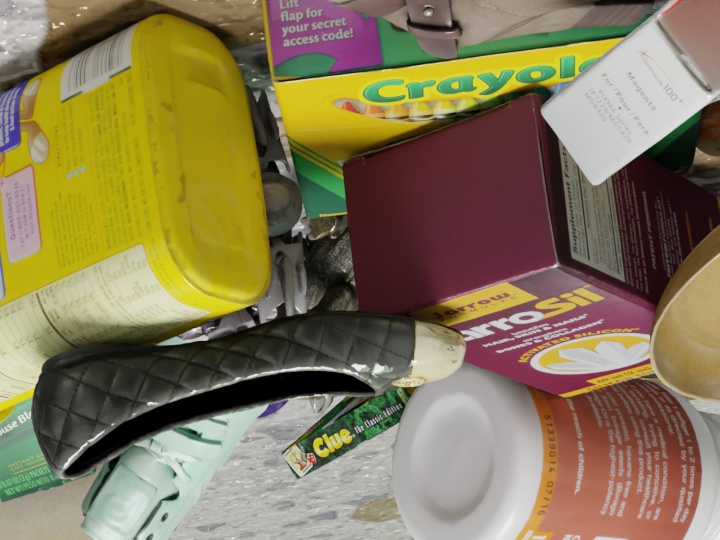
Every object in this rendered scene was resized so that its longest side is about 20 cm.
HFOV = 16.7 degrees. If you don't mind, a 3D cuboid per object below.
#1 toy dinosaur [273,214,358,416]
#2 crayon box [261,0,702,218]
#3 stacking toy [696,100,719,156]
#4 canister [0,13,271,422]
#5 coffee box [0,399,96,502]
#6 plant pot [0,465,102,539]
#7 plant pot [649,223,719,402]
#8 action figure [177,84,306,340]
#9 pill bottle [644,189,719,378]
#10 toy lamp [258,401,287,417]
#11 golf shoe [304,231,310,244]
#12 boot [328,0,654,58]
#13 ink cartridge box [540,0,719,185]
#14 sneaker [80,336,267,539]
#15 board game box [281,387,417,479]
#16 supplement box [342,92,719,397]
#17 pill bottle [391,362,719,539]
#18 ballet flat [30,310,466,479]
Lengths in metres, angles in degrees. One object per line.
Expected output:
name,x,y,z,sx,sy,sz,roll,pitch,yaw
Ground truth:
toy dinosaur,0.002,-0.015,1.300,0.200,0.077,0.102,-54,168,19
crayon box,0.061,-0.090,1.162,0.198,0.059,0.173,-8,162,2
stacking toy,0.239,-0.087,1.180,0.199,0.111,0.116,-18,160,41
canister,-0.144,-0.019,1.154,0.199,0.150,0.086,-22,156,33
coffee box,-0.238,0.054,1.339,0.122,0.044,0.201,-17,132,8
plant pot,-0.258,0.164,1.628,0.183,0.202,0.200,-10,166,-33
plant pot,0.225,-0.001,1.143,0.199,0.028,0.200,-15,150,-8
action figure,-0.078,-0.020,1.224,0.069,0.131,0.200,3,171,-21
pill bottle,0.190,0.008,1.421,0.199,0.113,0.112,3,159,-28
toy lamp,-0.075,0.069,1.524,0.058,0.059,0.200,-4,172,-11
golf shoe,0.000,0.000,1.422,0.097,0.079,0.200,25,145,-24
boot,0.063,-0.148,0.989,0.145,0.071,0.200,5,152,-12
ink cartridge box,0.184,-0.128,0.971,0.200,0.044,0.173,-37,179,-33
sneaker,-0.108,0.101,1.380,0.073,0.119,0.201,30,157,7
board game box,0.040,0.053,1.450,0.105,0.024,0.200,-36,-178,38
supplement box,0.092,-0.006,1.190,0.110,0.086,0.200,-18,158,30
pill bottle,0.124,0.112,1.351,0.199,0.113,0.112,10,155,-38
ballet flat,-0.049,0.056,1.108,0.198,0.057,0.067,-9,158,-4
